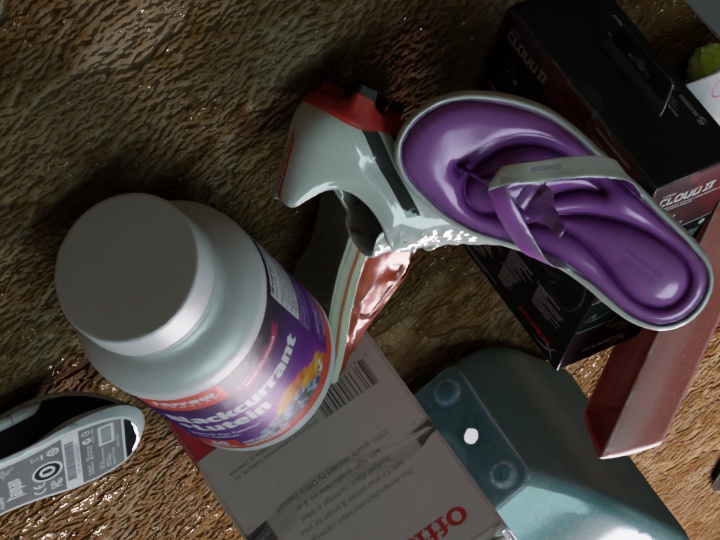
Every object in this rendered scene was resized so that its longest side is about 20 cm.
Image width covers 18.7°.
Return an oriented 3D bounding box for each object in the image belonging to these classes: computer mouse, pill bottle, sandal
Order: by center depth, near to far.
[{"bbox_3d":[0.114,-0.034,1.193,0.083,0.202,0.050,-60,-165,8],"label":"sandal"},{"bbox_3d":[-0.093,0.027,1.219,0.111,0.112,0.200,-38,156,3],"label":"pill bottle"},{"bbox_3d":[-0.225,0.117,1.294,0.199,0.044,0.110,-22,148,-19],"label":"computer mouse"}]

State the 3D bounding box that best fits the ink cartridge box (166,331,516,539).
[{"bbox_3d":[-0.010,0.144,1.434,0.145,0.200,0.085,-35,156,-3],"label":"ink cartridge box"}]

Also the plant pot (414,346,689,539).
[{"bbox_3d":[0.097,0.174,1.663,0.196,0.197,0.200,-40,148,8],"label":"plant pot"}]

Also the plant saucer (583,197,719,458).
[{"bbox_3d":[0.204,0.023,1.400,0.200,0.037,0.201,-56,170,-85],"label":"plant saucer"}]

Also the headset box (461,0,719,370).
[{"bbox_3d":[0.135,-0.062,1.323,0.077,0.149,0.200,-20,151,-32],"label":"headset box"}]

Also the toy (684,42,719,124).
[{"bbox_3d":[0.241,-0.121,1.487,0.199,0.047,0.115,-22,149,-38],"label":"toy"}]

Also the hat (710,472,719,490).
[{"bbox_3d":[0.472,0.197,2.336,0.200,0.081,0.201,-29,154,-15],"label":"hat"}]

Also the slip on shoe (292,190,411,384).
[{"bbox_3d":[0.000,0.000,1.341,0.061,0.074,0.200,-5,139,-22],"label":"slip on shoe"}]

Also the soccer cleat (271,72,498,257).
[{"bbox_3d":[0.038,-0.039,1.242,0.199,0.069,0.086,25,93,-32],"label":"soccer cleat"}]

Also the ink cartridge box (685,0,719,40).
[{"bbox_3d":[0.287,-0.230,1.305,0.199,0.083,0.147,-18,150,-34],"label":"ink cartridge box"}]
